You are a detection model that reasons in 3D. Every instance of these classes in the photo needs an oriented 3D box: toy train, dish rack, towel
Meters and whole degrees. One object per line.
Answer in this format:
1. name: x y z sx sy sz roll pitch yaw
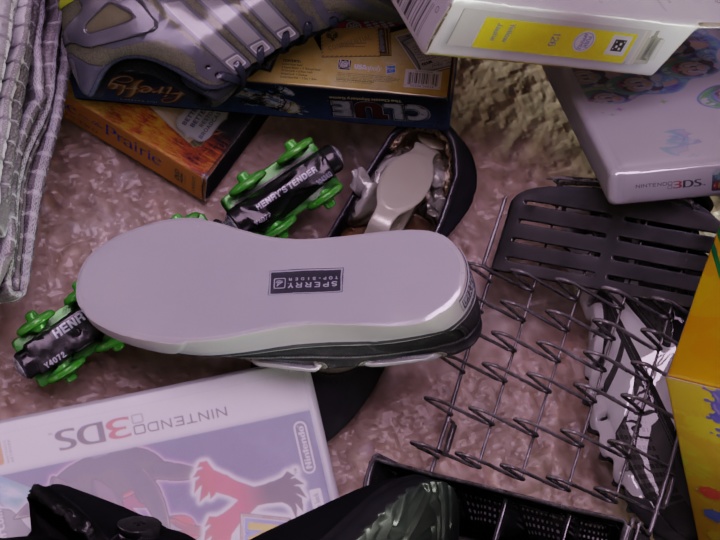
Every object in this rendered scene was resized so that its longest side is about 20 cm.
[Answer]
1. toy train: -0.094 -0.005 1.355 0.200 0.056 0.042 -34 94 -10
2. dish rack: 0.099 0.047 1.309 0.153 0.055 0.200 11 79 34
3. towel: -0.237 -0.062 1.337 0.165 0.086 0.200 -6 63 23

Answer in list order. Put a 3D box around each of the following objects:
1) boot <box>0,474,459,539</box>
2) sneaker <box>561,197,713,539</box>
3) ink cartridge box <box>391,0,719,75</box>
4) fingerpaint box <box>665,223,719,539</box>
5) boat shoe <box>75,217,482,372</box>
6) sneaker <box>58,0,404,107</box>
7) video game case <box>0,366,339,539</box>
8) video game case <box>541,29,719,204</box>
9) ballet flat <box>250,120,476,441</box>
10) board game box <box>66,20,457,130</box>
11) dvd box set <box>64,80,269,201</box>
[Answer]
1. boot: -0.068 0.132 1.234 0.168 0.077 0.200 15 25 30
2. sneaker: 0.160 0.038 1.342 0.090 0.066 0.200 -25 61 31
3. ink cartridge box: 0.080 -0.179 1.350 0.200 0.047 0.198 5 41 -36
4. fingerpaint box: 0.210 0.037 1.263 0.073 0.200 0.167 12 63 20
5. boat shoe: -0.039 0.018 1.297 0.200 0.068 0.072 -3 59 12
6. sneaker: -0.058 -0.124 1.336 0.200 0.074 0.081 -2 84 -1
7. video game case: -0.092 0.157 1.291 0.182 0.023 0.200 -12 80 -9
8. video game case: 0.196 -0.097 1.387 0.182 0.024 0.200 -5 31 -7
9. ballet flat: 0.000 0.000 1.364 0.073 0.073 0.200 28 67 8
10. board game box: -0.045 -0.147 1.397 0.200 0.035 0.136 6 63 6
11. dvd box set: -0.127 -0.145 1.439 0.200 0.029 0.146 32 66 10
